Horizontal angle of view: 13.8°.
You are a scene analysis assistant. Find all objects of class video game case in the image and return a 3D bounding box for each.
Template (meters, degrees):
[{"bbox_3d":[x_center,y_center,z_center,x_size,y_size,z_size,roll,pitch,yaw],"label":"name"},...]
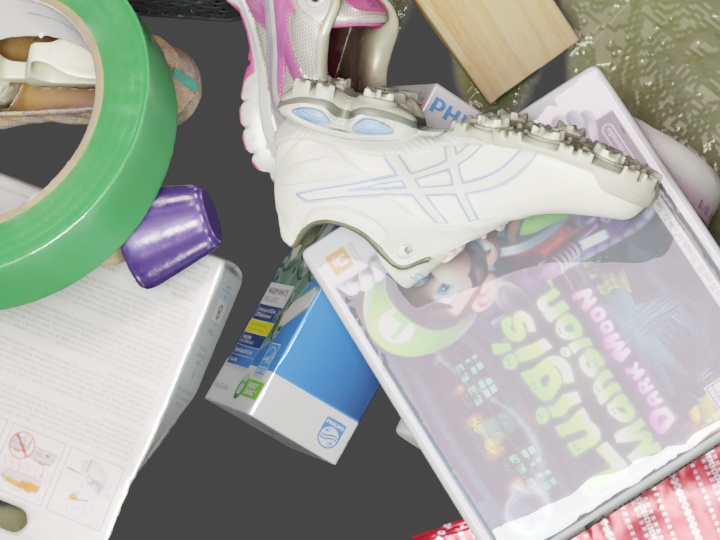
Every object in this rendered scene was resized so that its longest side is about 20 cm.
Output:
[{"bbox_3d":[0.096,0.024,1.505,0.182,0.023,0.200,-33,74,2],"label":"video game case"}]

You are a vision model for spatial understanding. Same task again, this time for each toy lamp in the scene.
[{"bbox_3d":[-0.173,0.000,1.622,0.200,0.058,0.058,-18,74,11],"label":"toy lamp"}]

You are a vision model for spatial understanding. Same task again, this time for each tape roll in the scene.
[{"bbox_3d":[-0.200,-0.077,1.608,0.200,0.048,0.201,-7,64,15],"label":"tape roll"}]

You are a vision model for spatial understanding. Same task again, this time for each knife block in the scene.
[{"bbox_3d":[0.027,-0.203,1.610,0.064,0.176,0.200,-36,73,3],"label":"knife block"}]

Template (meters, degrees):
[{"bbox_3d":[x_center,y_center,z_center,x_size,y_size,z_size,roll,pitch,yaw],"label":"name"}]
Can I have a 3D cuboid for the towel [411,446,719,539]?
[{"bbox_3d":[0.133,0.179,1.578,0.200,0.022,0.145,-19,74,7],"label":"towel"}]

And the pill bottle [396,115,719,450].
[{"bbox_3d":[0.100,0.017,1.576,0.112,0.112,0.200,26,83,16],"label":"pill bottle"}]

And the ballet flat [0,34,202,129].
[{"bbox_3d":[-0.190,-0.116,1.692,0.200,0.067,0.068,0,77,12],"label":"ballet flat"}]

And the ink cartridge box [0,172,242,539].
[{"bbox_3d":[-0.176,0.062,1.662,0.160,0.047,0.200,21,85,15],"label":"ink cartridge box"}]

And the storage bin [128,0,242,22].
[{"bbox_3d":[-0.150,-0.224,1.697,0.200,0.094,0.135,5,78,14],"label":"storage bin"}]

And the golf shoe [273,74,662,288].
[{"bbox_3d":[0.051,-0.036,1.491,0.200,0.078,0.097,11,96,19],"label":"golf shoe"}]

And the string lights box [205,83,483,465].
[{"bbox_3d":[0.000,0.000,1.600,0.059,0.103,0.200,31,83,-15],"label":"string lights box"}]

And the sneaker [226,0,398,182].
[{"bbox_3d":[-0.023,-0.150,1.598,0.088,0.081,0.200,-13,92,43],"label":"sneaker"}]
